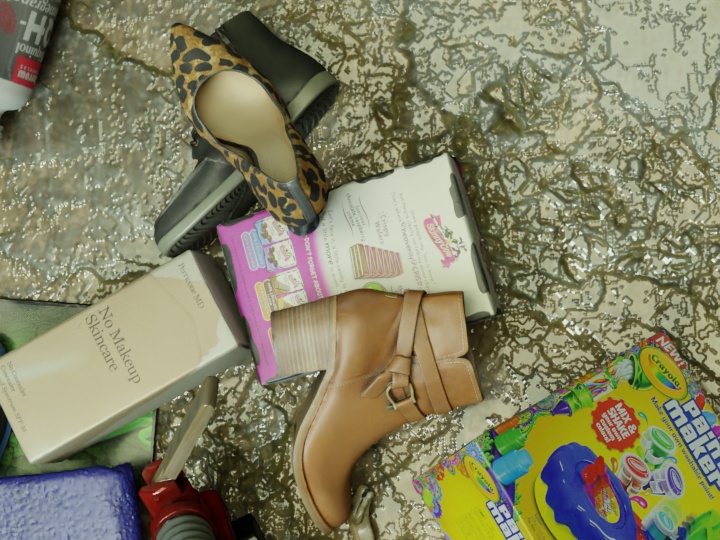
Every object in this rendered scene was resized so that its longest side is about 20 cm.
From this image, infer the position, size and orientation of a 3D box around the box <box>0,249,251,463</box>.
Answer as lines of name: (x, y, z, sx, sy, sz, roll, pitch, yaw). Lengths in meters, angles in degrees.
box: (-0.192, 0.071, 1.567, 0.199, 0.078, 0.095, -31, 81, 8)

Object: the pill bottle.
pill bottle: (-0.313, -0.199, 1.592, 0.110, 0.111, 0.201, 18, 92, 11)

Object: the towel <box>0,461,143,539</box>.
towel: (-0.240, 0.261, 1.557, 0.147, 0.050, 0.201, -6, 88, 10)

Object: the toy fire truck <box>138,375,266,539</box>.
toy fire truck: (-0.120, 0.202, 1.471, 0.128, 0.176, 0.201, -26, 124, 1)

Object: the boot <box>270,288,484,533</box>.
boot: (0.019, 0.107, 1.500, 0.154, 0.077, 0.201, -7, 106, 2)

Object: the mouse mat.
mouse mat: (-0.266, 0.106, 1.623, 0.199, 0.008, 0.162, 3, 88, 10)

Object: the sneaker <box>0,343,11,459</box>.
sneaker: (-0.337, 0.149, 1.592, 0.070, 0.078, 0.201, 6, 90, 12)

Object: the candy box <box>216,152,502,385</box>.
candy box: (0.000, 0.000, 1.546, 0.199, 0.061, 0.137, -17, 86, 11)

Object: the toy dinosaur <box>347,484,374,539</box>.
toy dinosaur: (-0.009, 0.278, 1.549, 0.101, 0.058, 0.201, 21, 84, 26)

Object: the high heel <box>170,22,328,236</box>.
high heel: (-0.088, -0.119, 1.459, 0.071, 0.143, 0.201, -34, 85, -5)

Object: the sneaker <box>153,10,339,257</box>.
sneaker: (-0.119, -0.110, 1.574, 0.106, 0.075, 0.200, 41, 86, 14)

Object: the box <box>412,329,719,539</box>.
box: (0.182, 0.185, 1.429, 0.192, 0.122, 0.201, -27, 82, -29)
